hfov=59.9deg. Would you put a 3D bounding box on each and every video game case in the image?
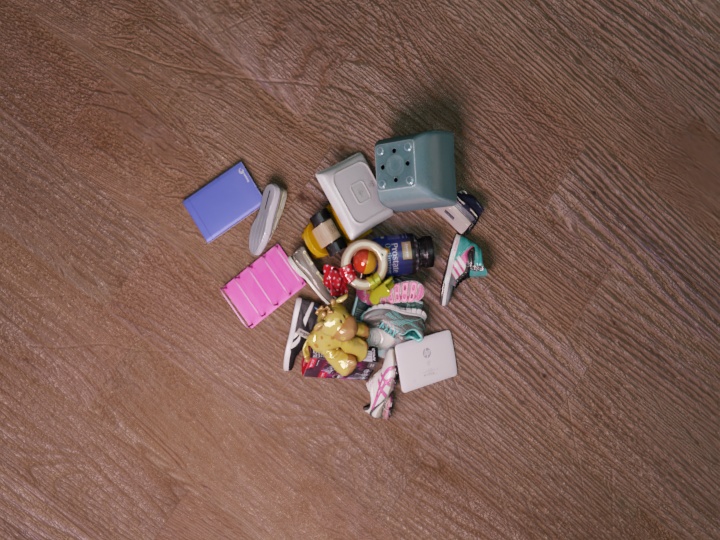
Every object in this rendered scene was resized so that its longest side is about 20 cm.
[{"bbox_3d":[0.064,0.151,1.781,0.194,0.023,0.188,16,90,-3],"label":"video game case"}]

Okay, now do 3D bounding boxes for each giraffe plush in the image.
[{"bbox_3d":[-0.061,0.145,1.589,0.193,0.164,0.177,12,53,-6],"label":"giraffe plush"}]

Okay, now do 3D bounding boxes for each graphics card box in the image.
[{"bbox_3d":[-0.057,0.249,1.706,0.193,0.127,0.052,5,56,-15],"label":"graphics card box"}]

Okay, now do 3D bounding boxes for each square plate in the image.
[{"bbox_3d":[-0.007,-0.212,1.714,0.196,0.028,0.204,-32,94,-41],"label":"square plate"}]

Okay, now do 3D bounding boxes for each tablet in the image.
[{"bbox_3d":[0.187,0.253,1.754,0.195,0.014,0.135,-11,91,-31],"label":"tablet"}]

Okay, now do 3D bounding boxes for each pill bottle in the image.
[{"bbox_3d":[0.104,-0.043,1.737,0.193,0.112,0.116,-7,91,-4],"label":"pill bottle"}]

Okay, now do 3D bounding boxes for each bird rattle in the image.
[{"bbox_3d":[0.000,0.000,1.650,0.193,0.113,0.169,15,90,4],"label":"bird rattle"}]

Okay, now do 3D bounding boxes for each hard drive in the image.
[{"bbox_3d":[-0.378,-0.190,1.742,0.197,0.025,0.134,-34,92,-3],"label":"hard drive"}]

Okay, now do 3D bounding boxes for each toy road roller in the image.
[{"bbox_3d":[-0.077,-0.113,1.735,0.198,0.145,0.125,-33,93,-41],"label":"toy road roller"}]

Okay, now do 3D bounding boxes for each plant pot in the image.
[{"bbox_3d":[0.132,-0.268,1.658,0.190,0.198,0.204,-3,91,28],"label":"plant pot"}]

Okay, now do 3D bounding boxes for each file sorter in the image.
[{"bbox_3d":[-0.265,0.043,1.703,0.198,0.125,0.141,-38,92,-3],"label":"file sorter"}]

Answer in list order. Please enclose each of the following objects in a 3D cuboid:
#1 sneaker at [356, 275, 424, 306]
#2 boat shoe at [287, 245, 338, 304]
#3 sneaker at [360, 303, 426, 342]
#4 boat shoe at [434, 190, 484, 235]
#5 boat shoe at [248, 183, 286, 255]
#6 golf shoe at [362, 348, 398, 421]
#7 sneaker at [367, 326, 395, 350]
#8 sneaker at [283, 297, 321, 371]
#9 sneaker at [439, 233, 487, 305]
[{"bbox_3d":[0.086,0.055,1.740,0.193,0.087,0.077,-4,96,14],"label":"sneaker"},{"bbox_3d":[-0.117,0.021,1.724,0.060,0.072,0.202,-41,110,3],"label":"boat shoe"},{"bbox_3d":[0.095,0.149,1.702,0.193,0.078,0.094,5,53,-15],"label":"sneaker"},{"bbox_3d":[0.262,-0.201,1.778,0.201,0.075,0.092,47,64,3],"label":"boat shoe"},{"bbox_3d":[-0.252,-0.137,1.733,0.061,0.071,0.206,9,106,-48],"label":"boat shoe"},{"bbox_3d":[0.059,0.314,1.749,0.089,0.073,0.207,13,96,11],"label":"golf shoe"},{"bbox_3d":[0.007,0.190,1.727,0.192,0.081,0.078,-3,89,-5],"label":"sneaker"},{"bbox_3d":[-0.147,0.187,1.739,0.108,0.073,0.207,12,90,-5],"label":"sneaker"},{"bbox_3d":[0.297,0.012,1.771,0.117,0.084,0.207,15,88,5],"label":"sneaker"}]
